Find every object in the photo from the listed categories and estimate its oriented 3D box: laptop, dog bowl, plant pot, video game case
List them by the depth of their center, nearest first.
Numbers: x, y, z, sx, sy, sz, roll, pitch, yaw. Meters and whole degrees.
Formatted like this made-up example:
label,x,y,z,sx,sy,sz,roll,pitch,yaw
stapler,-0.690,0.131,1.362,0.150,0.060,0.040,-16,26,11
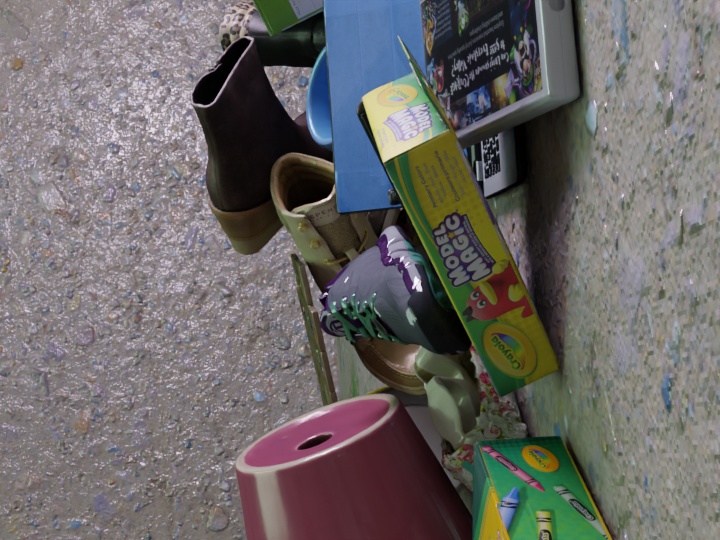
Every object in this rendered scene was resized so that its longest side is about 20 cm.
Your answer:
label,x,y,z,sx,sy,sz,roll,pitch,yaw
video game case,0.077,-0.177,0.796,0.200,0.023,0.185,167,99,-74
plant pot,0.000,0.196,0.927,0.200,0.198,0.181,-129,19,-82
laptop,0.039,-0.144,0.934,0.200,0.114,0.190,163,103,-85
dog bowl,0.016,-0.157,1.083,0.199,0.049,0.113,-19,68,58

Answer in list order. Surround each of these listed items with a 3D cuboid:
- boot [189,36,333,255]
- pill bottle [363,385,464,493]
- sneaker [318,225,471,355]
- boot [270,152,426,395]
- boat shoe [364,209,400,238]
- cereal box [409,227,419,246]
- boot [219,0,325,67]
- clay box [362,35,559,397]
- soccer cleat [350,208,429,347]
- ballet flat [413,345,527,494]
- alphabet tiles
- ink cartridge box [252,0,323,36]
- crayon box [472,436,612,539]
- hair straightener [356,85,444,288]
label,x,y,z,sx,sy,sz,roll,pitch,yaw
boot,-0.075,-0.131,1.137,0.201,0.071,0.168,-58,-32,-42
pill bottle,0.040,0.160,1.169,0.200,0.111,0.115,130,136,-83
sneaker,0.017,0.032,0.889,0.075,0.087,0.200,56,-178,-12
boot,0.000,0.000,1.076,0.200,0.072,0.156,52,171,44
boat shoe,0.003,-0.064,1.206,0.200,0.059,0.073,-110,42,-82
cereal box,0.058,-0.141,1.148,0.144,0.039,0.203,99,166,-69
boot,-0.036,-0.230,1.276,0.200,0.149,0.074,-33,-56,-66
clay box,0.055,-0.035,0.796,0.201,0.047,0.115,61,-174,-25
soccer cleat,0.050,0.018,1.221,0.070,0.086,0.202,-40,25,48
ballet flat,0.073,0.083,0.946,0.076,0.063,0.201,-54,26,19
alphabet tiles,-0.032,0.088,1.125,0.166,0.006,0.203,-138,35,-81
ink cartridge box,-0.013,-0.308,1.169,0.148,0.198,0.076,-102,-14,-61
crayon box,0.107,0.193,0.720,0.200,0.057,0.120,-106,13,-67
hair straightener,0.052,-0.042,0.904,0.201,0.041,0.077,58,175,-28
